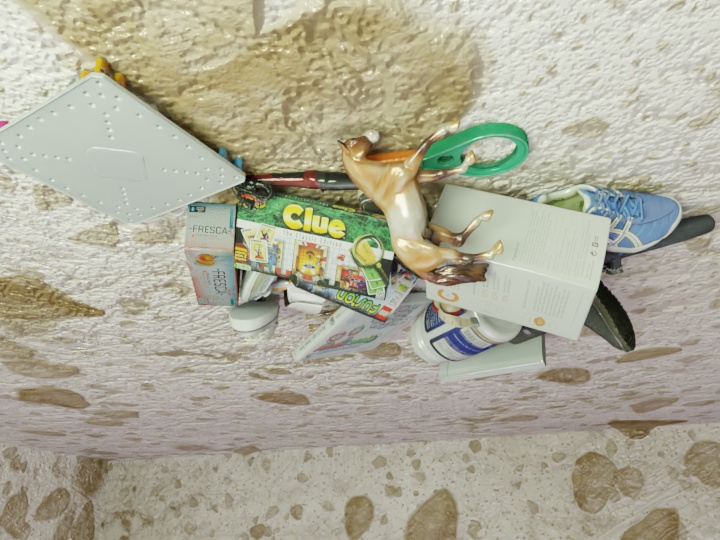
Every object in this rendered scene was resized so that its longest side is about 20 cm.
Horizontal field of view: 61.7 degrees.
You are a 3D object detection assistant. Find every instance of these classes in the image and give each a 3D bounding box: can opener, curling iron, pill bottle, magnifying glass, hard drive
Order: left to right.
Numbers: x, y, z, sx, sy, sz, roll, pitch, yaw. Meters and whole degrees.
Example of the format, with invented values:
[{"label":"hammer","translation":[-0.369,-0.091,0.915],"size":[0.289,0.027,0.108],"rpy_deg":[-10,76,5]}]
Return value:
[{"label":"curling iron","translation":[-0.051,-0.095,0.696],"size":[0.195,0.051,0.026],"rpy_deg":[-3,156,-2]},{"label":"magnifying glass","translation":[0.086,-0.125,0.665],"size":[0.195,0.023,0.080],"rpy_deg":[-4,156,7]},{"label":"pill bottle","translation":[0.175,0.090,1.036],"size":[0.114,0.118,0.200],"rpy_deg":[11,154,-26]},{"label":"hard drive","translation":[0.247,0.139,1.135],"size":[0.196,0.133,0.027],"rpy_deg":[-14,129,26]},{"label":"can opener","translation":[0.379,-0.042,0.801],"size":[0.195,0.080,0.063],"rpy_deg":[-11,-176,-3]}]

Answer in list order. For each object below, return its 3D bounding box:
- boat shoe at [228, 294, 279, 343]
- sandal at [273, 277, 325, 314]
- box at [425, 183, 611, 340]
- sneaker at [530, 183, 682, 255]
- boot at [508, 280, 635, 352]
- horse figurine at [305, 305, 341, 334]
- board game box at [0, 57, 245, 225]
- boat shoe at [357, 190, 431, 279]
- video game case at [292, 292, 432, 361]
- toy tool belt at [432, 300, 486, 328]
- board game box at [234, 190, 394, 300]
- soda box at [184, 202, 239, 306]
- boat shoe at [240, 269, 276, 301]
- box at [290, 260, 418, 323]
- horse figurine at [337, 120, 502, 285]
[{"label":"boat shoe","translation":[-0.164,0.083,0.955],"size":[0.070,0.067,0.200],"rpy_deg":[-2,-173,-4]},{"label":"sandal","translation":[-0.059,0.041,0.951],"size":[0.202,0.061,0.079],"rpy_deg":[1,-176,-5]},{"label":"box","translation":[0.184,-0.010,0.731],"size":[0.196,0.099,0.125],"rpy_deg":[15,151,17]},{"label":"sneaker","translation":[0.297,-0.065,0.742],"size":[0.195,0.077,0.077],"rpy_deg":[-5,160,6]},{"label":"boot","translation":[0.331,0.088,1.012],"size":[0.199,0.183,0.072],"rpy_deg":[-37,179,40]},{"label":"horse figurine","translation":[-0.031,0.079,1.072],"size":[0.130,0.051,0.201],"rpy_deg":[-9,150,-5]},{"label":"board game box","translation":[-0.258,-0.123,0.643],"size":[0.197,0.026,0.199],"rpy_deg":[-15,153,28]},{"label":"boat shoe","translation":[0.057,-0.048,0.780],"size":[0.072,0.066,0.199],"rpy_deg":[-12,153,27]},{"label":"video game case","translation":[0.005,0.097,1.041],"size":[0.198,0.024,0.182],"rpy_deg":[-2,148,-45]},{"label":"toy tool belt","translation":[0.202,-0.001,0.865],"size":[0.195,0.126,0.125],"rpy_deg":[-4,126,-2]},{"label":"board game box","translation":[-0.055,-0.033,0.733],"size":[0.196,0.024,0.107],"rpy_deg":[12,114,4]},{"label":"soda box","translation":[-0.200,-0.015,0.834],"size":[0.062,0.070,0.201],"rpy_deg":[2,157,-10]},{"label":"boat shoe","translation":[-0.128,-0.011,0.847],"size":[0.063,0.076,0.203],"rpy_deg":[10,146,-18]},{"label":"box","translation":[0.000,0.000,0.852],"size":[0.198,0.035,0.111],"rpy_deg":[25,107,-46]},{"label":"horse figurine","translation":[0.067,-0.061,0.625],"size":[0.130,0.050,0.203],"rpy_deg":[-18,108,20]}]
